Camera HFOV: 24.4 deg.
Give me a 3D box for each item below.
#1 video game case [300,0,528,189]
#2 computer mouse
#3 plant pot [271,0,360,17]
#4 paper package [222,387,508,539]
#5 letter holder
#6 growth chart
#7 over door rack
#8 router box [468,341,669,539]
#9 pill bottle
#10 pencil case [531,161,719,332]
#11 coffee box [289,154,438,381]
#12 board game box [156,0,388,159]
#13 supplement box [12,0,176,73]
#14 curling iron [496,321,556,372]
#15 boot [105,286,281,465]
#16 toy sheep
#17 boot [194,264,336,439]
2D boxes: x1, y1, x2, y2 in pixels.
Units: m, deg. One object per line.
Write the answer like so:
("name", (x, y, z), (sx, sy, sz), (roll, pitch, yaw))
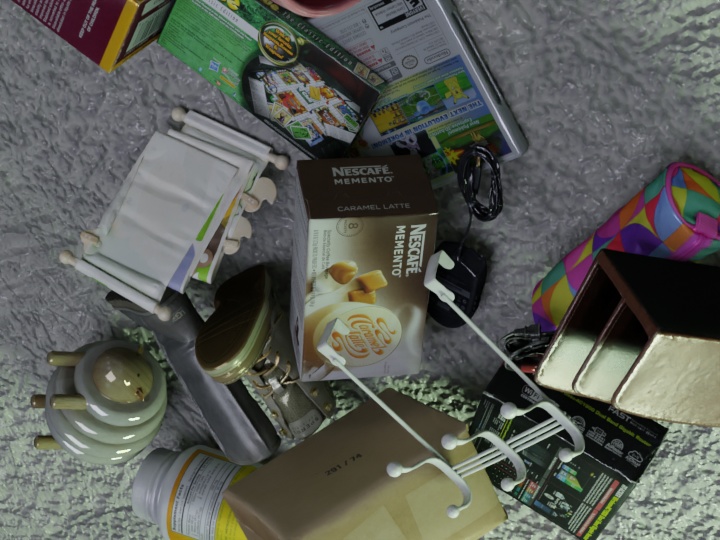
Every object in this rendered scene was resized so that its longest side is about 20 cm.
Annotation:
("video game case", (0.023, -0.151, 1.448), (0.200, 0.022, 0.183), (-19, 108, 36))
("computer mouse", (0.094, -0.029, 1.469), (0.059, 0.034, 0.200), (31, 134, 20))
("plant pot", (-0.065, -0.323, 1.293), (0.179, 0.200, 0.200), (33, 132, 28))
("paper package", (0.001, 0.212, 1.517), (0.104, 0.200, 0.191), (65, 163, -18))
("letter holder", (0.257, 0.079, 1.318), (0.199, 0.101, 0.142), (8, 124, -30))
("growth chart", (-0.169, -0.053, 1.544), (0.145, 0.200, 0.018), (34, 175, 15))
("over door rack", (0.066, 0.104, 1.364), (0.148, 0.067, 0.200), (-32, 100, 38))
("router box", (0.173, 0.156, 1.472), (0.150, 0.062, 0.200), (32, 157, 9))
("pill bottle", (-0.134, 0.248, 1.734), (0.199, 0.109, 0.110), (15, 125, 23))
("pencil case", (0.225, -0.003, 1.382), (0.088, 0.088, 0.200), (42, 131, 1))
("coffee box", (0.000, 0.000, 1.472), (0.114, 0.080, 0.200), (-3, 134, -10))
("board game box", (-0.079, -0.182, 1.458), (0.200, 0.023, 0.105), (38, 132, 4))
("supplement box", (-0.256, -0.281, 1.470), (0.200, 0.110, 0.086), (37, 130, 5))
("curling iron", (0.209, 0.076, 1.390), (0.199, 0.026, 0.050), (9, 143, -18))
("boot", (-0.161, 0.090, 1.639), (0.200, 0.073, 0.182), (52, 174, -17))
("toy sheep", (-0.269, 0.140, 1.734), (0.138, 0.138, 0.200), (40, 144, 2))
("boot", (-0.084, 0.095, 1.560), (0.072, 0.200, 0.155), (-25, 108, 11))
